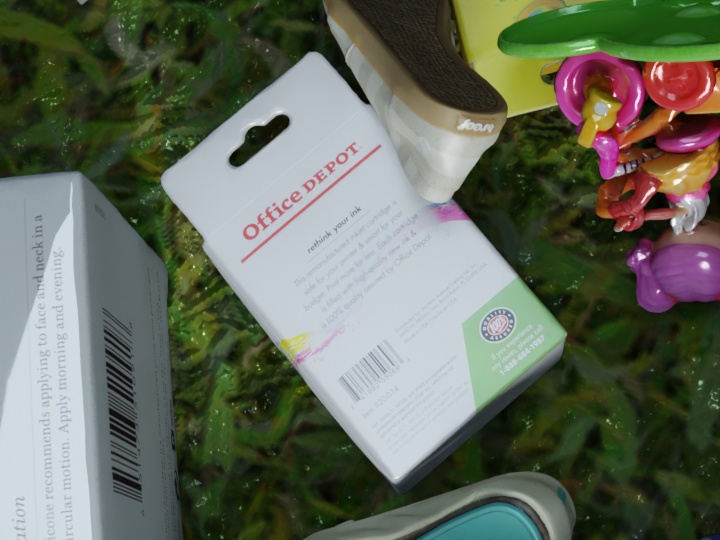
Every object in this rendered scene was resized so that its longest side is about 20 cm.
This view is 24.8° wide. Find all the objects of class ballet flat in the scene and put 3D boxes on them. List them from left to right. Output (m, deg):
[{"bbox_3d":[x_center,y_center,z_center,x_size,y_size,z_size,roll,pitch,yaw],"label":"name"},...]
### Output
[{"bbox_3d":[0.020,0.145,0.812,0.198,0.069,0.070,-23,74,28],"label":"ballet flat"}]

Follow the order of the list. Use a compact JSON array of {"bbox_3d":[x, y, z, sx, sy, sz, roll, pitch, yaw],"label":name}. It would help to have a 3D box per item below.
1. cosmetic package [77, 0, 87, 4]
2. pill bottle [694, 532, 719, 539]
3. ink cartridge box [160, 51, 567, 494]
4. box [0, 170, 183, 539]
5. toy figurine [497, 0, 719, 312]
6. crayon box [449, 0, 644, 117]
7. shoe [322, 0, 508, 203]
[{"bbox_3d":[-0.187,-0.259,0.937,0.082,0.051,0.201,-36,76,-3],"label":"cosmetic package"},{"bbox_3d":[0.126,0.194,0.770,0.198,0.111,0.112,-16,76,3],"label":"pill bottle"},{"bbox_3d":[0.000,0.000,0.849,0.117,0.067,0.201,-39,77,-4],"label":"ink cartridge box"},{"bbox_3d":[-0.166,0.079,0.785,0.129,0.200,0.202,-6,77,3],"label":"box"},{"bbox_3d":[0.175,-0.038,0.797,0.198,0.150,0.186,-3,111,24],"label":"toy figurine"},{"bbox_3d":[0.103,-0.181,0.886,0.125,0.051,0.202,-13,76,4],"label":"crayon box"},{"bbox_3d":[0.019,-0.106,0.842,0.069,0.054,0.201,1,34,-18],"label":"shoe"}]
